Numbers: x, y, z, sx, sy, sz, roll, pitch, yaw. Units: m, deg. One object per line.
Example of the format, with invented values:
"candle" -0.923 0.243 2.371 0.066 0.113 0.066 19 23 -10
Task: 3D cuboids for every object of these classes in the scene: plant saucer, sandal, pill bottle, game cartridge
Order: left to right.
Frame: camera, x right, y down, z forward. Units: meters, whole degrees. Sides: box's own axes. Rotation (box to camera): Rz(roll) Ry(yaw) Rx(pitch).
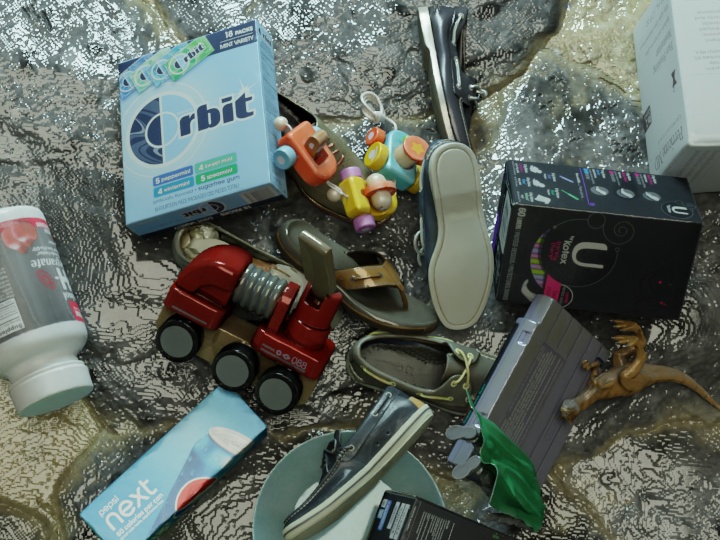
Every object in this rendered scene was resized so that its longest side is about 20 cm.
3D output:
"pill bottle" -0.347 0.044 1.627 0.110 0.111 0.200 -21 78 -9
"plant saucer" -0.012 0.268 1.630 0.200 0.039 0.202 1 75 -3
"sandal" 0.000 0.000 1.676 0.200 0.082 0.055 39 121 12
"game cartridge" 0.174 0.138 1.637 0.130 0.038 0.200 39 75 -35

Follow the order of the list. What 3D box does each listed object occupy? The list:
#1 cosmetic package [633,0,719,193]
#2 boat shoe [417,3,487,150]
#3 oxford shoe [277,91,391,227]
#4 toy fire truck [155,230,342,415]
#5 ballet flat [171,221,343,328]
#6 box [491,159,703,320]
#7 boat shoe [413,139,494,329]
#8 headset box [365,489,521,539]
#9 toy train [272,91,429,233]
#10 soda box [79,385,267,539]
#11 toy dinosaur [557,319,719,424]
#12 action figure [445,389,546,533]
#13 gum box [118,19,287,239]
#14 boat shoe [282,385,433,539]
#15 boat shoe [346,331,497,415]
"cosmetic package" 0.402 -0.204 1.712 0.164 0.165 0.201 -2 75 -4
"boat shoe" 0.108 -0.204 1.741 0.063 0.073 0.201 -10 72 -3
"oxford shoe" -0.046 -0.121 1.707 0.200 0.075 0.071 37 76 5
"toy fire truck" -0.097 0.025 1.590 0.176 0.129 0.200 28 111 2
"ballet flat" -0.111 0.008 1.676 0.200 0.064 0.068 26 75 3
"box" 0.244 -0.033 1.664 0.199 0.106 0.123 5 120 -3
"boat shoe" 0.094 -0.039 1.676 0.075 0.062 0.201 -12 102 -12
"headset box" 0.095 0.334 1.562 0.200 0.093 0.175 23 80 -16
"toy train" 0.003 -0.127 1.666 0.150 0.056 0.200 57 42 -1
"soda box" -0.189 0.208 1.621 0.200 0.064 0.068 -43 82 -12
"toy dinosaur" 0.289 0.110 1.673 0.199 0.060 0.107 -10 115 -19
"action figure" 0.141 0.210 1.555 0.055 0.200 0.118 -17 56 19
"gum box" -0.170 -0.150 1.672 0.169 0.045 0.201 -15 63 18
"boat shoe" -0.012 0.195 1.593 0.062 0.075 0.200 42 72 12
"boat shoe" 0.085 0.108 1.665 0.201 0.060 0.072 11 75 -1
